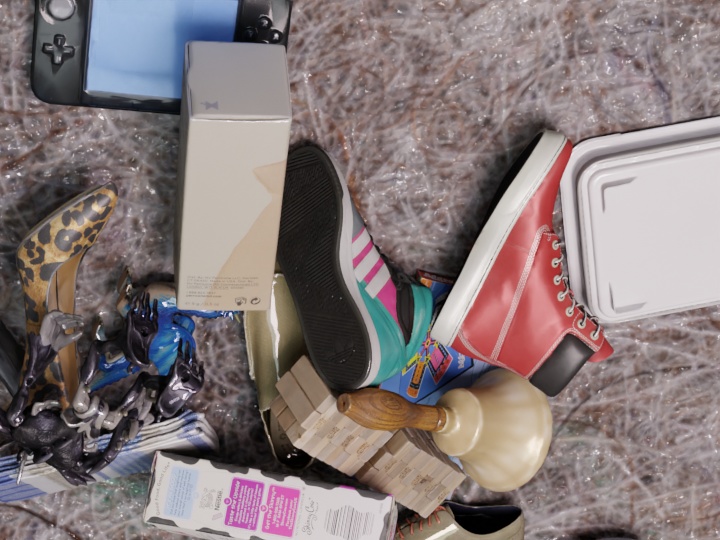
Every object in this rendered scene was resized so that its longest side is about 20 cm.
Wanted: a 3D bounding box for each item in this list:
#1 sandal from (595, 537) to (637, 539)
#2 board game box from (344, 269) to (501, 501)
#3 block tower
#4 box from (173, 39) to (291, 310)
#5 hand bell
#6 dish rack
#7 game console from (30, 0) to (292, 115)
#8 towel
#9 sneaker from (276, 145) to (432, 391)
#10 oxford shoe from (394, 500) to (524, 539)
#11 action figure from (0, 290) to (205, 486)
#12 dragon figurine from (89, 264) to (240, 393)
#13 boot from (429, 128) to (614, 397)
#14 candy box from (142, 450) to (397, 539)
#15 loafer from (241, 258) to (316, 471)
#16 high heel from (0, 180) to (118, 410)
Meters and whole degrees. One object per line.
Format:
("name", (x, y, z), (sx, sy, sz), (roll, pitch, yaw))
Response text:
("sandal", (0.174, 0.296, 1.716), (0.198, 0.043, 0.076), (-19, 139, 5))
("board game box", (0.064, 0.102, 1.632), (0.102, 0.019, 0.201), (14, 113, -16))
("block tower", (0.005, 0.140, 1.564), (0.054, 0.058, 0.200), (-45, 135, 10))
("box", (-0.101, -0.070, 1.452), (0.077, 0.096, 0.201), (1, 136, -8))
("hand bell", (0.055, 0.117, 1.523), (0.199, 0.104, 0.105), (14, 116, -46))
("dish rack", (0.272, -0.037, 1.583), (0.198, 0.044, 0.173), (-11, 115, -4))
("game console", (-0.145, -0.183, 1.412), (0.198, 0.119, 0.172), (4, 114, -9))
("towel", (-0.216, 0.156, 1.565), (0.198, 0.147, 0.024), (-14, 78, 0))
("sneaker", (0.000, 0.000, 1.538), (0.083, 0.120, 0.202), (-19, 77, 28))
("oxford shoe", (0.050, 0.232, 1.664), (0.198, 0.071, 0.075), (-1, 123, -19))
("action figure", (-0.206, 0.094, 1.449), (0.199, 0.102, 0.119), (-29, 117, 35))
("dragon figurine", (-0.169, 0.061, 1.557), (0.099, 0.059, 0.201), (25, 108, -18))
("boot", (0.161, -0.003, 1.541), (0.143, 0.072, 0.201), (25, 105, 1))
("candy box", (-0.071, 0.201, 1.567), (0.198, 0.136, 0.062), (9, 79, 4))
("loafer", (-0.055, 0.081, 1.578), (0.075, 0.068, 0.202), (-11, 116, -3))
("high heel", (-0.221, 0.034, 1.502), (0.200, 0.071, 0.143), (-44, 83, 26))
